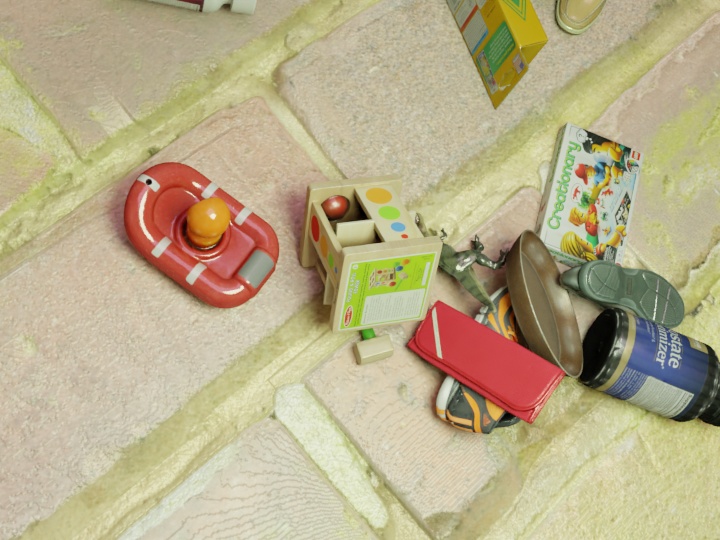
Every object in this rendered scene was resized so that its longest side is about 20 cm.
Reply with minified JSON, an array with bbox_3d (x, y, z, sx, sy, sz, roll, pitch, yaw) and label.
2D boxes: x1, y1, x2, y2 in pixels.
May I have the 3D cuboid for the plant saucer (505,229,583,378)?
[{"bbox_3d":[0.234,0.046,1.321,0.034,0.200,0.201,-21,75,23],"label":"plant saucer"}]

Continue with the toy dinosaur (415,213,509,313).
[{"bbox_3d":[0.141,-0.013,1.344,0.088,0.048,0.200,-22,48,-27],"label":"toy dinosaur"}]

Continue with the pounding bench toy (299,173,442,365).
[{"bbox_3d":[0.000,0.000,1.288,0.124,0.200,0.156,-8,43,-20],"label":"pounding bench toy"}]

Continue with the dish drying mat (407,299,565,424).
[{"bbox_3d":[0.150,0.109,1.258,0.200,0.018,0.077,30,80,37],"label":"dish drying mat"}]

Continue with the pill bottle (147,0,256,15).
[{"bbox_3d":[-0.234,-0.404,1.359,0.199,0.110,0.110,9,70,-12],"label":"pill bottle"}]

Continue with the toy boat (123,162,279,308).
[{"bbox_3d":[-0.191,-0.053,1.240,0.200,0.131,0.131,36,66,-2],"label":"toy boat"}]

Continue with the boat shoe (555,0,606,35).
[{"bbox_3d":[0.360,-0.448,1.555,0.072,0.076,0.200,31,68,-5],"label":"boat shoe"}]

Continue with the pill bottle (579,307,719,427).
[{"bbox_3d":[0.400,0.133,1.352,0.199,0.112,0.112,21,68,-8],"label":"pill bottle"}]

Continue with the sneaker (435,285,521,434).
[{"bbox_3d":[0.187,0.119,1.293,0.112,0.078,0.200,18,74,33],"label":"sneaker"}]

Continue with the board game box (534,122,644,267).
[{"bbox_3d":[0.323,-0.099,1.450,0.126,0.035,0.201,20,68,-8],"label":"board game box"}]

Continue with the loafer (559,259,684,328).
[{"bbox_3d":[0.358,0.030,1.398,0.200,0.063,0.072,21,77,-30],"label":"loafer"}]

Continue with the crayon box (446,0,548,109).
[{"bbox_3d":[0.195,-0.347,1.449,0.051,0.126,0.201,-17,78,-20],"label":"crayon box"}]
